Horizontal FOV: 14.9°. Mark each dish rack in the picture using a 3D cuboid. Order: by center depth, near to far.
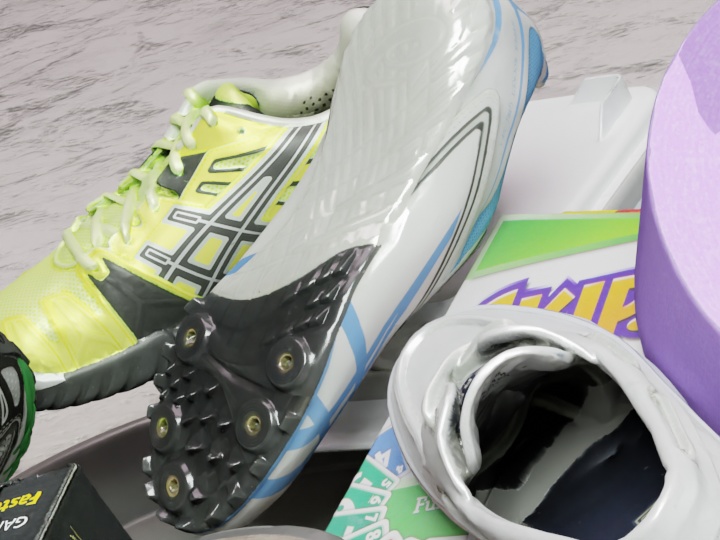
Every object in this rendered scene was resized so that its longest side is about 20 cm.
[{"bbox_3d":[0.024,-0.009,0.983,0.172,0.044,0.200,-4,32,35],"label":"dish rack"}]

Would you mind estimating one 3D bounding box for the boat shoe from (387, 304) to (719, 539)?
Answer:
[{"bbox_3d":[0.051,0.041,0.735,0.074,0.065,0.200,-51,28,-6],"label":"boat shoe"}]

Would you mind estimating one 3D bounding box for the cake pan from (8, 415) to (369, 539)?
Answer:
[{"bbox_3d":[-0.048,0.087,0.937,0.200,0.037,0.200,-15,15,4],"label":"cake pan"}]

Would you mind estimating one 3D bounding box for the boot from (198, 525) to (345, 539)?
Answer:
[{"bbox_3d":[-0.087,0.147,0.695,0.200,0.069,0.174,-28,18,44],"label":"boot"}]

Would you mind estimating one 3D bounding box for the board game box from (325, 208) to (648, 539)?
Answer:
[{"bbox_3d":[0.051,0.050,0.824,0.095,0.030,0.200,0,46,40],"label":"board game box"}]

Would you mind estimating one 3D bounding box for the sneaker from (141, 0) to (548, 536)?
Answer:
[{"bbox_3d":[0.000,0.000,0.879,0.072,0.072,0.200,27,86,45],"label":"sneaker"}]

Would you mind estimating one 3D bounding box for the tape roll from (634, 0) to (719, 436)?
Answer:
[{"bbox_3d":[0.178,-0.008,0.778,0.200,0.066,0.200,0,52,0],"label":"tape roll"}]

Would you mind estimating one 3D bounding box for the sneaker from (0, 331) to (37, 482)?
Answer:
[{"bbox_3d":[-0.176,0.090,0.901,0.200,0.078,0.085,-49,12,21],"label":"sneaker"}]

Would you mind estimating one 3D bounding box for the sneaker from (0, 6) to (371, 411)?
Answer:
[{"bbox_3d":[-0.056,-0.022,0.939,0.200,0.076,0.075,-30,27,-8],"label":"sneaker"}]

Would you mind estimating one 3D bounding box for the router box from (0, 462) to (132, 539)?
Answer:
[{"bbox_3d":[-0.157,0.133,0.665,0.200,0.051,0.149,-18,29,28],"label":"router box"}]
